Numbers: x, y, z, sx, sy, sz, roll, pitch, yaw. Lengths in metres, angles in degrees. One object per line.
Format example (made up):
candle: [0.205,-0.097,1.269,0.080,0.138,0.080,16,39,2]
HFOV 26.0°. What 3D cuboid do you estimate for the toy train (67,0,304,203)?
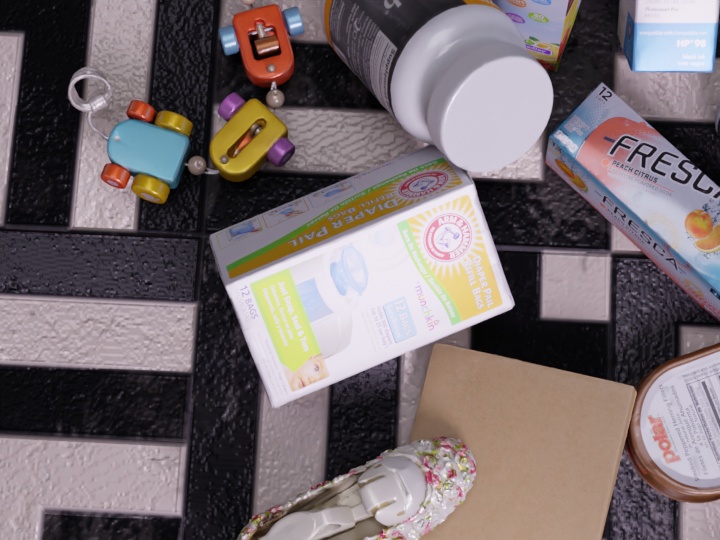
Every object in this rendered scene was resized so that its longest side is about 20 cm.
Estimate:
toy train: [-0.128,-0.133,1.261,0.198,0.056,0.152,-20,76,-6]

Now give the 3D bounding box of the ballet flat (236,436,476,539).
ballet flat: [-0.006,0.183,1.160,0.198,0.064,0.076,-28,70,5]

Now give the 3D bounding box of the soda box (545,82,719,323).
soda box: [0.236,-0.052,1.215,0.200,0.068,0.064,44,82,12]

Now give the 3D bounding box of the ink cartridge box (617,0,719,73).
ink cartridge box: [0.239,-0.264,1.193,0.066,0.116,0.202,1,114,3]

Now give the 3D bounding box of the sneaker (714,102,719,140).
sneaker: [0.375,-0.088,1.196,0.197,0.076,0.116,0,46,7]

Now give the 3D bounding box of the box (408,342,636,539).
box: [0.109,0.168,1.181,0.161,0.021,0.202,12,77,16]

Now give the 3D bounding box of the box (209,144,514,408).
box: [0.000,0.000,1.175,0.198,0.102,0.114,-22,115,-3]

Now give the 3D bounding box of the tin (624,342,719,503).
tin: [0.299,0.105,1.195,0.198,0.042,0.113,-20,73,-2]

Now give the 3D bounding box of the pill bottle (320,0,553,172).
pill bottle: [0.057,-0.166,1.185,0.116,0.117,0.200,-33,44,-5]

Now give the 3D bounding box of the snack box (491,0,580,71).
snack box: [0.154,-0.272,1.203,0.067,0.200,0.171,18,78,6]
